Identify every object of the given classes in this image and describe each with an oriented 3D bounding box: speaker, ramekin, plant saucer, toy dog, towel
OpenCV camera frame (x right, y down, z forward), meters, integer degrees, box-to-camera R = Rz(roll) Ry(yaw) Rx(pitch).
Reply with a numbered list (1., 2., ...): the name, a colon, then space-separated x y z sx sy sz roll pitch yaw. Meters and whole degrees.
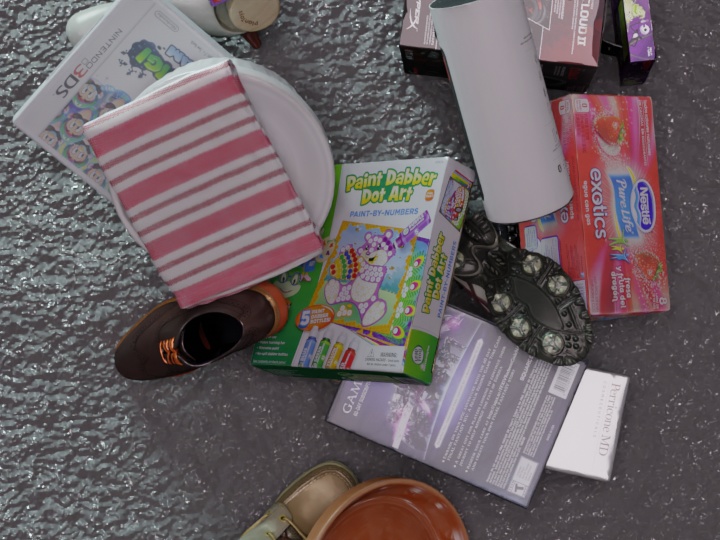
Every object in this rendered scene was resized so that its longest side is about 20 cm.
1. speaker: 0.122 -0.146 1.416 0.081 0.081 0.200 -17 109 2
2. ramekin: -0.125 -0.100 1.489 0.202 0.094 0.203 -1 115 -3
3. plant saucer: 0.018 0.286 1.493 0.200 0.032 0.201 -4 96 -37
4. toy dog: -0.168 -0.233 1.564 0.200 0.096 0.132 -4 43 9
5. towel: -0.135 -0.072 1.436 0.146 0.030 0.200 -23 113 10

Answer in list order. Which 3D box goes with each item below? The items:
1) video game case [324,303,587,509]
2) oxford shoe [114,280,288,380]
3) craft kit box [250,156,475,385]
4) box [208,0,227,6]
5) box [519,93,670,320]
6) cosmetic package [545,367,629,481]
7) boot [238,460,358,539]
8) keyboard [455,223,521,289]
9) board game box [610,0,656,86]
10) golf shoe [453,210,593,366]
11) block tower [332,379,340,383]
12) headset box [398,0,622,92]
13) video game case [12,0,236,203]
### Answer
1. video game case: 0.086 0.110 1.489 0.200 0.019 0.143 23 87 7
2. oxford shoe: -0.163 0.061 1.517 0.200 0.073 0.071 -24 95 33
3. craft kit box: 0.000 0.000 1.487 0.200 0.048 0.198 -1 69 45
4. box: -0.161 -0.356 1.505 0.039 0.137 0.200 -21 50 1
5. box: 0.209 -0.055 1.511 0.095 0.103 0.200 -2 84 -30
6. cosmetic package: 0.140 0.127 1.530 0.200 0.071 0.102 11 86 3
7. boot: -0.079 0.258 1.489 0.072 0.155 0.200 44 89 5
8. keyboard: 0.141 -0.031 1.567 0.127 0.021 0.200 -6 85 2
9. board game box: 0.246 -0.281 1.530 0.032 0.120 0.200 -6 86 0
10. golf shoe: 0.140 0.014 1.481 0.077 0.088 0.200 -47 62 3
11. block tower: 0.021 0.014 1.546 0.058 0.054 0.200 22 87 25
12. headset box: 0.140 -0.218 1.516 0.200 0.149 0.075 7 88 3
13. video game case: -0.189 -0.141 1.530 0.200 0.024 0.182 39 106 -19
